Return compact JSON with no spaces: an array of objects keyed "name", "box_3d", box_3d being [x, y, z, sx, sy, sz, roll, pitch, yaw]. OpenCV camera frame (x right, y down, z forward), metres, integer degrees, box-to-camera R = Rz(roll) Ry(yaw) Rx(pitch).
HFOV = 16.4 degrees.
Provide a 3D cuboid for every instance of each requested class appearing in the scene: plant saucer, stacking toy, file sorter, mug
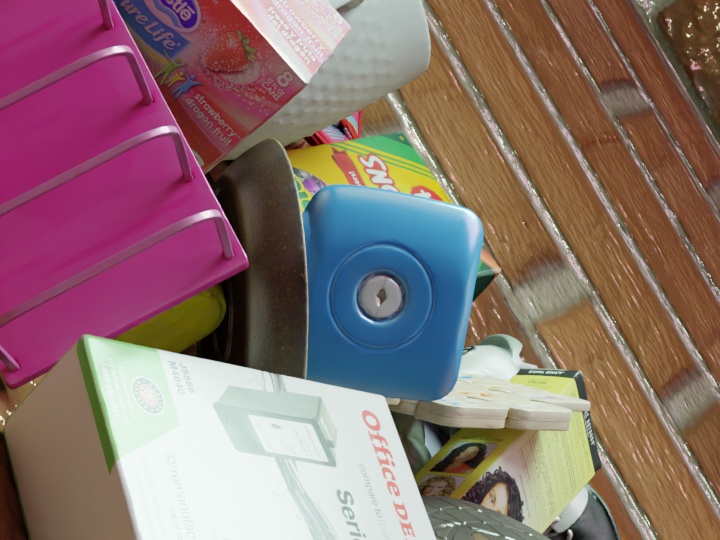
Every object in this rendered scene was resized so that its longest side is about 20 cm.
[{"name":"plant saucer","box_3d":[-0.065,0.025,1.417,0.200,0.032,0.202,-179,-90,-76]},{"name":"stacking toy","box_3d":[0.000,0.000,1.492,0.109,0.117,0.200,9,7,-8]},{"name":"file sorter","box_3d":[-0.163,-0.070,1.240,0.201,0.138,0.125,62,-6,10]},{"name":"mug","box_3d":[-0.059,-0.152,1.580,0.148,0.175,0.200,62,-15,-5]}]

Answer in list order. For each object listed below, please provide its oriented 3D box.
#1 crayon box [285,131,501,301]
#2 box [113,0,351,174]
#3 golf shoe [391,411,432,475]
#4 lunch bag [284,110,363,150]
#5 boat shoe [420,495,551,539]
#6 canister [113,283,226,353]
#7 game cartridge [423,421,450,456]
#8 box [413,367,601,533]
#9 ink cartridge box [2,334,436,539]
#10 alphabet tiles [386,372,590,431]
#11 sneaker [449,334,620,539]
[{"name":"crayon box","box_3d":[-0.010,-0.020,1.657,0.199,0.051,0.127,-14,63,-51]},{"name":"box","box_3d":[-0.114,-0.164,1.375,0.200,0.102,0.095,47,29,-8]},{"name":"golf shoe","box_3d":[0.004,0.132,1.534,0.092,0.075,0.200,66,20,10]},{"name":"lunch bag","box_3d":[-0.081,-0.147,1.757,0.200,0.082,0.177,48,24,-24]},{"name":"boat shoe","box_3d":[0.030,0.173,1.428,0.199,0.072,0.076,9,17,-22]},{"name":"canister","box_3d":[-0.150,-0.062,1.416,0.148,0.086,0.201,39,28,-45]},{"name":"game cartridge","box_3d":[0.070,0.181,1.687,0.133,0.041,0.201,42,24,-33]},{"name":"box","box_3d":[0.082,0.138,1.562,0.200,0.050,0.076,-42,125,-49]},{"name":"ink cartridge box","box_3d":[-0.063,0.126,1.247,0.199,0.084,0.146,13,44,-39]},{"name":"alphabet tiles","box_3d":[0.033,0.074,1.527,0.194,0.199,0.015,5,95,-36]},{"name":"sneaker","box_3d":[0.105,0.147,1.691,0.088,0.074,0.201,-20,80,-54]}]
